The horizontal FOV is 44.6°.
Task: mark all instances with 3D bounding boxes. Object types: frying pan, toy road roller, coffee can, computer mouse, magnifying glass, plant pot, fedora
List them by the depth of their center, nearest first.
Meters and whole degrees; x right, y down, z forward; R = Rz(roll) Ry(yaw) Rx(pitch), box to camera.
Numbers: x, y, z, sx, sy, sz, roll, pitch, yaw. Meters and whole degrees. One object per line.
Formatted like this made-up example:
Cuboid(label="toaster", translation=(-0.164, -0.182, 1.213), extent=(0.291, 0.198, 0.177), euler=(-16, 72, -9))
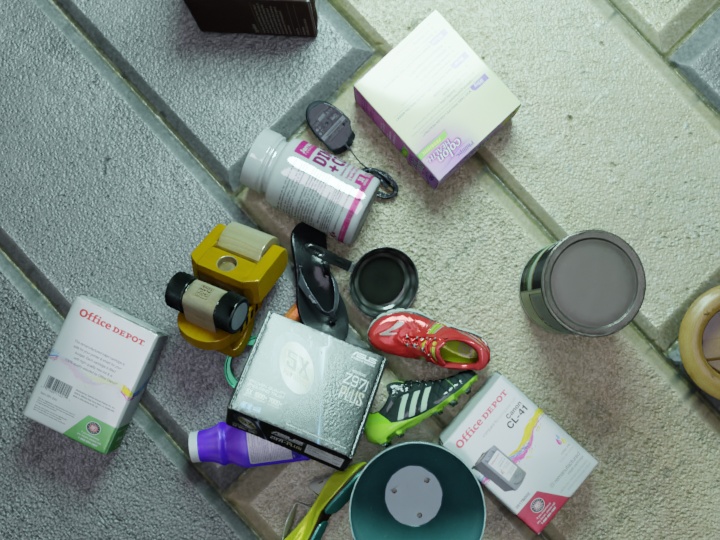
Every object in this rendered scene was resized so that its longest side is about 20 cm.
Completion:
Cuboid(label="coffee can", translation=(0.322, 0.023, 1.304), extent=(0.144, 0.200, 0.149), euler=(0, 87, 1))
Cuboid(label="plant pot", translation=(0.082, 0.352, 1.324), extent=(0.196, 0.135, 0.204), euler=(0, 86, 1))
Cuboid(label="fedora", translation=(0.586, 0.111, 1.355), extent=(0.197, 0.082, 0.204), euler=(0, 87, 7))
Cuboid(label="toy road roller", translation=(-0.204, 0.039, 1.362), extent=(0.121, 0.147, 0.201), euler=(20, 51, 17))
Cuboid(label="frying pan", translation=(0.000, 0.017, 1.374), extent=(0.187, 0.031, 0.117), euler=(3, 100, -12))
Cuboid(label="magnifying glass", translation=(-0.138, 0.109, 1.399), extent=(0.079, 0.022, 0.200), euler=(42, 90, 3))
Cuboid(label="computer mouse", translation=(-0.013, -0.192, 1.410), extent=(0.058, 0.034, 0.200), euler=(-41, 94, 7))

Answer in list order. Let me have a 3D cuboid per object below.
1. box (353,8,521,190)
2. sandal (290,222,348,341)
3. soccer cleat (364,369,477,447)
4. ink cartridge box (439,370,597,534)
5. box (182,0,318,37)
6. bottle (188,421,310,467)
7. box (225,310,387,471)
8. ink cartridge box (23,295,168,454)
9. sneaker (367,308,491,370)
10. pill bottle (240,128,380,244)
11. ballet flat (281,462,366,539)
Cuboid(label="box", translation=(0.117, -0.264, 1.375), extent=(0.176, 0.097, 0.200), euler=(-42, 86, -2))
Cuboid(label="sandal", translation=(-0.069, 0.020, 1.372), extent=(0.075, 0.043, 0.203), euler=(-13, 81, -19))
Cuboid(label="soccer cleat", translation=(0.088, 0.198, 1.370), extent=(0.198, 0.068, 0.082), euler=(-31, 74, 0))
Cuboid(label="ink cartridge box", translation=(0.239, 0.278, 1.351), extent=(0.200, 0.086, 0.148), euler=(41, 88, 1))
Cuboid(label="box", translation=(-0.162, -0.470, 1.356), extent=(0.196, 0.164, 0.169), euler=(3, 87, 1))
Cuboid(label="bottle", translation=(-0.166, 0.264, 1.367), extent=(0.197, 0.065, 0.085), euler=(-8, 81, 1))
Cuboid(label="box", translation=(-0.081, 0.181, 1.314), extent=(0.197, 0.086, 0.165), euler=(22, 62, 0))
Cuboid(label="ink cartridge box", translation=(-0.408, 0.159, 1.367), extent=(0.143, 0.084, 0.202), euler=(24, 88, 2))
Cuboid(label="sneaker", translation=(0.107, 0.110, 1.355), extent=(0.197, 0.085, 0.078), euler=(10, 99, 1))
Cuboid(label="pill bottle", translation=(-0.079, -0.133, 1.362), extent=(0.198, 0.113, 0.115), euler=(27, 88, 2))
Cuboid(label="ballet flat", translation=(-0.066, 0.368, 1.365), extent=(0.067, 0.067, 0.201), euler=(34, 90, 24))
